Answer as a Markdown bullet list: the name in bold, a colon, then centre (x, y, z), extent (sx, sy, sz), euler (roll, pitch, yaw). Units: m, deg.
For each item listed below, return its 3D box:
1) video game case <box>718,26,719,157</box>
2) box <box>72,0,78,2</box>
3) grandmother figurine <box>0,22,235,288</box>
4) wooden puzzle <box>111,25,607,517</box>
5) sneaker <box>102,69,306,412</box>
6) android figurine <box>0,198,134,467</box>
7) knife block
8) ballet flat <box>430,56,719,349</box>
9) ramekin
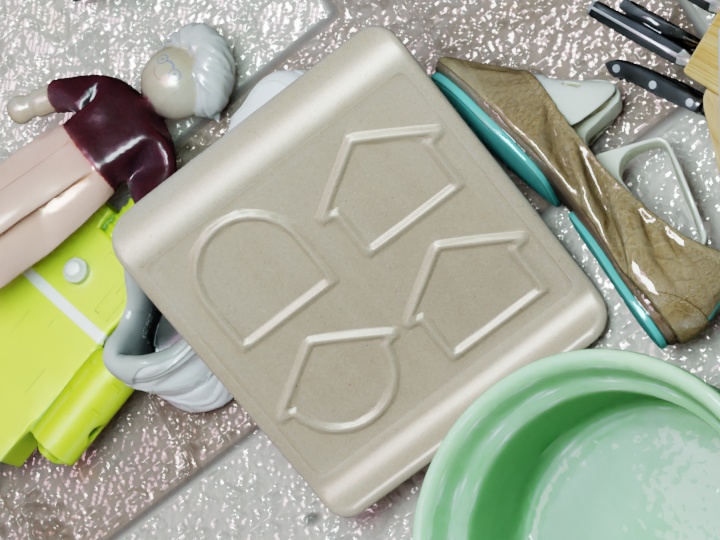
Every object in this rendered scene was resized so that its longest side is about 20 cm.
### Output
- **video game case**: centre (0.268, -0.026, 1.334), extent (0.199, 0.023, 0.183), euler (4, 113, 20)
- **box**: centre (-0.098, -0.242, 1.567), extent (0.200, 0.036, 0.144), euler (-13, 92, 36)
- **grandmother figurine**: centre (-0.149, -0.061, 1.569), extent (0.200, 0.061, 0.121), euler (-40, 79, -4)
- **wooden puzzle**: centre (0.000, 0.000, 1.479), extent (0.185, 0.046, 0.200), euler (-37, 101, 10)
- **sneaker**: centre (-0.075, -0.016, 1.531), extent (0.078, 0.099, 0.201), euler (27, 98, 29)
- **android figurine**: centre (-0.199, 0.024, 1.609), extent (0.182, 0.041, 0.200), euler (43, 94, 19)
- **knife block**: centre (0.217, -0.119, 1.404), extent (0.199, 0.064, 0.176), euler (-16, 79, 26)
- **ballet flat**: centre (0.121, -0.051, 1.456), extent (0.072, 0.068, 0.200), euler (-39, 68, -2)
- **ramekin**: centre (0.134, 0.141, 1.406), extent (0.199, 0.098, 0.201), euler (-3, 84, 28)
